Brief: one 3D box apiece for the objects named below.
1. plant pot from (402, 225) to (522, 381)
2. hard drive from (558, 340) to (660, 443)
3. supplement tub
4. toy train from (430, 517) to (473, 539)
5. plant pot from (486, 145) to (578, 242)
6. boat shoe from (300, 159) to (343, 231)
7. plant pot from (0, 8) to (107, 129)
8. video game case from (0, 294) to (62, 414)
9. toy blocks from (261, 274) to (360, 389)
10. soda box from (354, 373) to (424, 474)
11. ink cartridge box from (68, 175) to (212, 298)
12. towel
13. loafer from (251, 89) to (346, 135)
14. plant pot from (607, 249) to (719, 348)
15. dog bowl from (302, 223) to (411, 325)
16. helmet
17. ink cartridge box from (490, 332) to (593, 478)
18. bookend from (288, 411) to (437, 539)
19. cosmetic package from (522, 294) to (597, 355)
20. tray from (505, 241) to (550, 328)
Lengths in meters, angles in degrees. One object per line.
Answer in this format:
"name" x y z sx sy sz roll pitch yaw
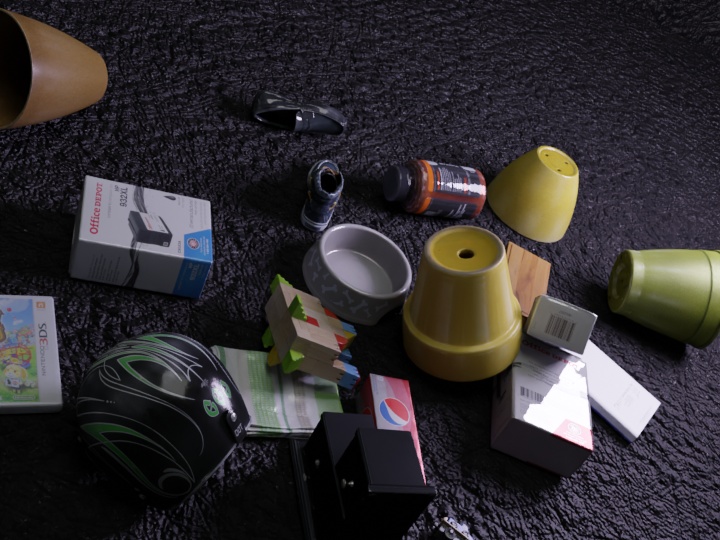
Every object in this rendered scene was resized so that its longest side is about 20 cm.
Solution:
"plant pot" 0.165 0.042 1.375 0.197 0.191 0.202 -2 38 2
"hard drive" 0.441 0.207 1.550 0.200 0.026 0.131 43 40 16
"supplement tub" 0.146 -0.163 1.704 0.197 0.108 0.108 5 44 -28
"toy train" 0.183 0.404 1.169 0.199 0.034 0.046 36 35 7
"plant pot" 0.393 -0.182 1.849 0.197 0.143 0.202 17 41 -15
"boat shoe" -0.060 -0.166 1.590 0.070 0.091 0.202 20 39 -11
"plant pot" -0.529 -0.331 1.429 0.186 0.187 0.199 44 27 19
"video game case" -0.489 0.103 1.087 0.197 0.022 0.184 3 45 -29
"toy blocks" -0.065 0.099 1.291 0.135 0.101 0.201 24 20 -27
"soda box" 0.041 0.250 1.225 0.069 0.064 0.202 12 41 -20
"ink cartridge box" -0.333 -0.051 1.301 0.197 0.084 0.146 11 43 -22
"towel" -0.118 0.175 1.234 0.197 0.031 0.151 8 44 -25
"loafer" -0.125 -0.307 1.727 0.197 0.068 0.071 13 49 -12
"plant pot" 0.613 0.039 1.727 0.190 0.202 0.202 12 40 -2
"dog bowl" 0.000 0.000 1.475 0.197 0.059 0.202 17 40 -14
"helmet" -0.249 0.171 1.045 0.191 0.200 0.200 45 38 -7
"ink cartridge box" 0.296 0.217 1.401 0.145 0.083 0.201 23 38 -7
"bookend" -0.006 0.250 1.086 0.091 0.201 0.201 8 44 -24
"cosmetic package" 0.338 0.092 1.461 0.100 0.075 0.200 22 2 8
"tray" 0.312 0.031 1.653 0.098 0.037 0.201 27 40 -3
